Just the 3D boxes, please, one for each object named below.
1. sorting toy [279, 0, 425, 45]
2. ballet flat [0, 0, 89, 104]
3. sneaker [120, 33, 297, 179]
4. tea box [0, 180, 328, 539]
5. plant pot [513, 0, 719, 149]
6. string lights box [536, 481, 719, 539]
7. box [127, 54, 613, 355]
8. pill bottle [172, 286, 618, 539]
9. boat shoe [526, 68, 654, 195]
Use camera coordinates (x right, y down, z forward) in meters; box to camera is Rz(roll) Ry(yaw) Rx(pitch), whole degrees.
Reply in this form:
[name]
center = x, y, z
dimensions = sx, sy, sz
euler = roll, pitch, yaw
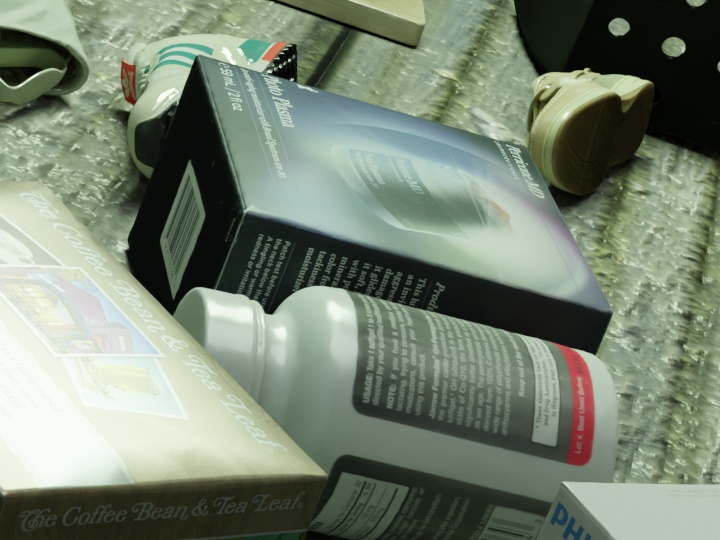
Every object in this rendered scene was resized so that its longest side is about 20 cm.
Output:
[sorting toy]
center = -0.043, -0.259, 2.008
dimensions = 0.199, 0.070, 0.199
euler = 18, 22, -9
[ballet flat]
center = -0.228, -0.124, 1.553
dimensions = 0.069, 0.070, 0.200
euler = 35, 25, 30
[sneaker]
center = -0.109, -0.096, 1.603
dimensions = 0.093, 0.071, 0.200
euler = 9, 20, 19
[tea box]
center = -0.142, 0.097, 0.937
dimensions = 0.133, 0.197, 0.200
euler = 1, 29, -41
[plant pot]
center = 0.231, -0.203, 1.994
dimensions = 0.199, 0.200, 0.178
euler = 19, 34, -6
[string lights box]
center = 0.087, 0.174, 0.964
dimensions = 0.102, 0.201, 0.059
euler = 5, 27, -37
[box]
center = 0.000, 0.000, 1.390
dimensions = 0.198, 0.124, 0.200
euler = 15, 23, -18
[pill bottle]
center = 0.009, 0.070, 1.250
dimensions = 0.199, 0.111, 0.111
euler = 14, 23, -18
[boat shoe]
center = 0.141, -0.099, 1.818
dimensions = 0.065, 0.072, 0.200
euler = 19, 18, 17
